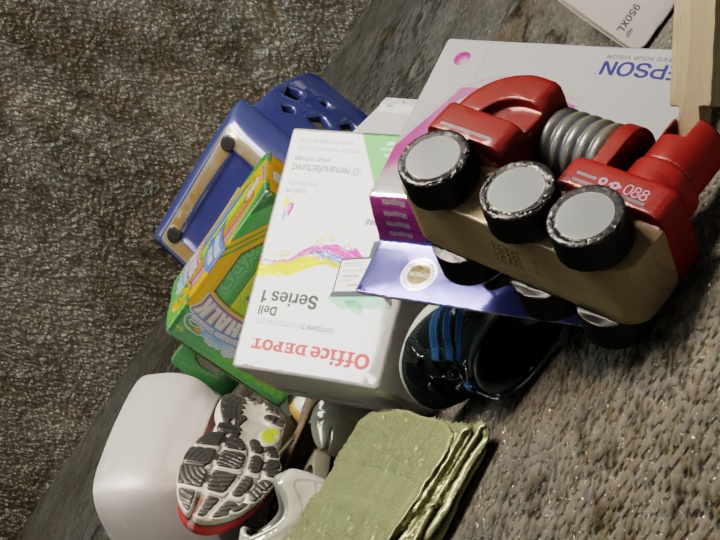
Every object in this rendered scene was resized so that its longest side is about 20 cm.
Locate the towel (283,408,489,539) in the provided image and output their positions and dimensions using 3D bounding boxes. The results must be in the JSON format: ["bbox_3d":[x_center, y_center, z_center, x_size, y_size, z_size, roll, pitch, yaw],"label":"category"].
[{"bbox_3d":[0.014,0.164,1.256,0.149,0.036,0.200,-56,18,-14],"label":"towel"}]

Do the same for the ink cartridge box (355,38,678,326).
[{"bbox_3d":[0.110,-0.064,1.177,0.195,0.043,0.201,7,56,31],"label":"ink cartridge box"}]

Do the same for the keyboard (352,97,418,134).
[{"bbox_3d":[0.081,-0.128,1.588,0.199,0.011,0.056,9,49,41],"label":"keyboard"}]

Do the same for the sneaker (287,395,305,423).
[{"bbox_3d":[0.004,0.068,1.592,0.087,0.076,0.201,-32,25,31],"label":"sneaker"}]

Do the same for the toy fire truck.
[{"bbox_3d":[0.140,-0.084,1.075,0.175,0.129,0.200,24,63,39],"label":"toy fire truck"}]

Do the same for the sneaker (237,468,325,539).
[{"bbox_3d":[-0.073,0.243,1.363,0.201,0.081,0.075,-61,12,-8],"label":"sneaker"}]

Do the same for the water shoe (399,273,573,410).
[{"bbox_3d":[0.079,0.053,1.223,0.200,0.071,0.079,-48,16,47],"label":"water shoe"}]

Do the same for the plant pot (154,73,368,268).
[{"bbox_3d":[-0.068,-0.051,1.726,0.200,0.200,0.180,-55,-16,25],"label":"plant pot"}]

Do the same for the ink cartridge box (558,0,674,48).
[{"bbox_3d":[0.221,-0.273,1.480,0.145,0.084,0.200,-56,11,13],"label":"ink cartridge box"}]

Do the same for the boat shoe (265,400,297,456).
[{"bbox_3d":[-0.107,0.176,1.731,0.200,0.076,0.072,-53,11,29],"label":"boat shoe"}]

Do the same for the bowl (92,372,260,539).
[{"bbox_3d":[-0.137,0.201,1.559,0.074,0.201,0.200,-17,27,20],"label":"bowl"}]

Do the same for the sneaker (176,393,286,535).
[{"bbox_3d":[-0.101,0.173,1.453,0.200,0.077,0.085,-59,-17,-69],"label":"sneaker"}]

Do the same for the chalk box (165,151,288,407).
[{"bbox_3d":[-0.087,0.023,1.560,0.200,0.124,0.124,-54,13,15],"label":"chalk box"}]

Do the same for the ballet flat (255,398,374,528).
[{"bbox_3d":[-0.027,0.150,1.487,0.067,0.068,0.201,-93,27,-65],"label":"ballet flat"}]

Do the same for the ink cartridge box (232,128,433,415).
[{"bbox_3d":[0.000,0.000,1.401,0.144,0.084,0.201,6,77,35],"label":"ink cartridge box"}]
